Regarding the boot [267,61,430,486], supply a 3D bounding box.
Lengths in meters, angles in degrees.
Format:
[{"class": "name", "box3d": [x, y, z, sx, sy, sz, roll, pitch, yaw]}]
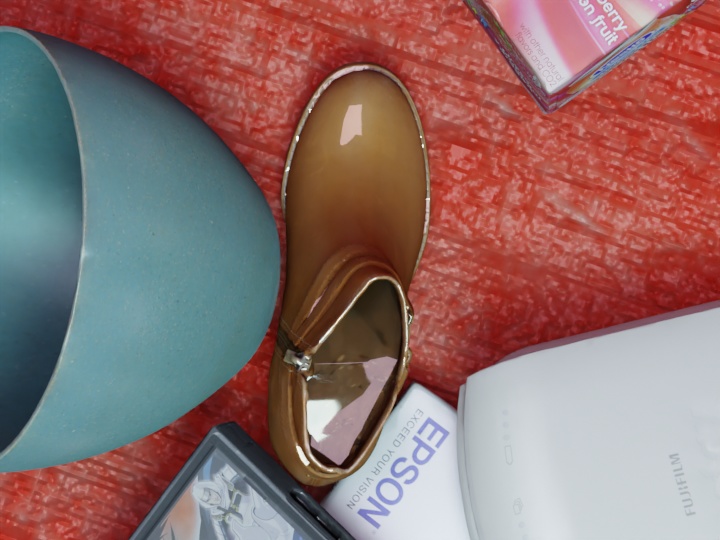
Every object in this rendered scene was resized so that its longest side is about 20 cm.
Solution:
[{"class": "boot", "box3d": [0.000, 0.000, 1.293, 0.073, 0.155, 0.201, 5, 89, -4]}]

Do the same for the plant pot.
[{"class": "plant pot", "box3d": [-0.117, -0.003, 1.302, 0.134, 0.200, 0.201, 7, 87, -34]}]

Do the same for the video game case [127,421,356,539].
[{"class": "video game case", "box3d": [-0.056, 0.203, 1.303, 0.181, 0.025, 0.200, 43, 111, 17]}]

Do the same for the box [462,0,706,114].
[{"class": "box", "box3d": [0.070, -0.184, 1.330, 0.100, 0.095, 0.200, -35, 86, 0]}]

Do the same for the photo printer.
[{"class": "photo printer", "box3d": [0.147, 0.101, 1.298, 0.199, 0.069, 0.167, -12, 77, -12]}]

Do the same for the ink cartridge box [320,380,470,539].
[{"class": "ink cartridge box", "box3d": [0.047, 0.189, 1.342, 0.200, 0.043, 0.197, 36, 89, 5]}]
